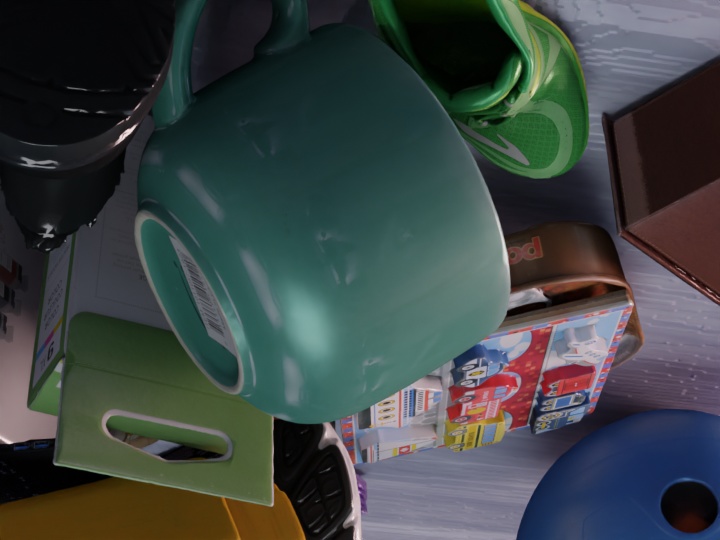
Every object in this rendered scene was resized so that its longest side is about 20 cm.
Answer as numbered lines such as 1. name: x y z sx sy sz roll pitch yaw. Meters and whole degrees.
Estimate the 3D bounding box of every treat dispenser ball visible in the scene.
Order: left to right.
1. treat dispenser ball: 0.191 0.184 1.086 0.200 0.202 0.201 0 147 0

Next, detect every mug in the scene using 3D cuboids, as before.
1. mug: -0.035 -0.025 0.769 0.114 0.185 0.152 -30 161 -20

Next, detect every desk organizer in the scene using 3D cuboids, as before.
1. desk organizer: 0.213 -0.021 0.895 0.077 0.072 0.200 -29 137 33

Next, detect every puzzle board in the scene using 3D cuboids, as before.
1. puzzle board: 0.063 0.066 0.964 0.150 0.017 0.200 -13 160 -4

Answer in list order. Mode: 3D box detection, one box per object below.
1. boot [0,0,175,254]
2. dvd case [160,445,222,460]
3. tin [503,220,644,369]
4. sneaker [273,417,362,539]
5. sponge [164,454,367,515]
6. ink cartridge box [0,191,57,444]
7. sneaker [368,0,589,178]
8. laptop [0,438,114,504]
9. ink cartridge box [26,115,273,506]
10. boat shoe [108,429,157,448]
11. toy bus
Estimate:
1. boot: -0.118 -0.071 0.715 0.073 0.199 0.163 10 139 -10
2. dvd case: -0.072 0.161 1.005 0.145 0.200 0.022 -28 125 4
3. tin: 0.088 0.025 0.947 0.111 0.042 0.200 -21 160 5
4. sneaker: -0.034 0.099 0.977 0.075 0.201 0.092 -28 150 13
5. sponge: -0.106 0.160 1.205 0.199 0.030 0.111 -25 139 32
6. ink cartridge box: -0.246 0.025 0.897 0.145 0.145 0.200 -15 144 23
7. sneaker: 0.045 -0.092 0.775 0.074 0.084 0.200 -15 144 21
8. laptop: -0.190 0.168 0.890 0.199 0.104 0.177 -6 151 16
9. ink cartridge box: -0.095 0.024 0.845 0.103 0.201 0.059 15 142 -21
10. boat shoe: -0.137 0.069 1.037 0.069 0.074 0.200 9 155 -18
11. toy bus: -0.121 0.140 0.834 0.199 0.065 0.079 -12 143 -20
